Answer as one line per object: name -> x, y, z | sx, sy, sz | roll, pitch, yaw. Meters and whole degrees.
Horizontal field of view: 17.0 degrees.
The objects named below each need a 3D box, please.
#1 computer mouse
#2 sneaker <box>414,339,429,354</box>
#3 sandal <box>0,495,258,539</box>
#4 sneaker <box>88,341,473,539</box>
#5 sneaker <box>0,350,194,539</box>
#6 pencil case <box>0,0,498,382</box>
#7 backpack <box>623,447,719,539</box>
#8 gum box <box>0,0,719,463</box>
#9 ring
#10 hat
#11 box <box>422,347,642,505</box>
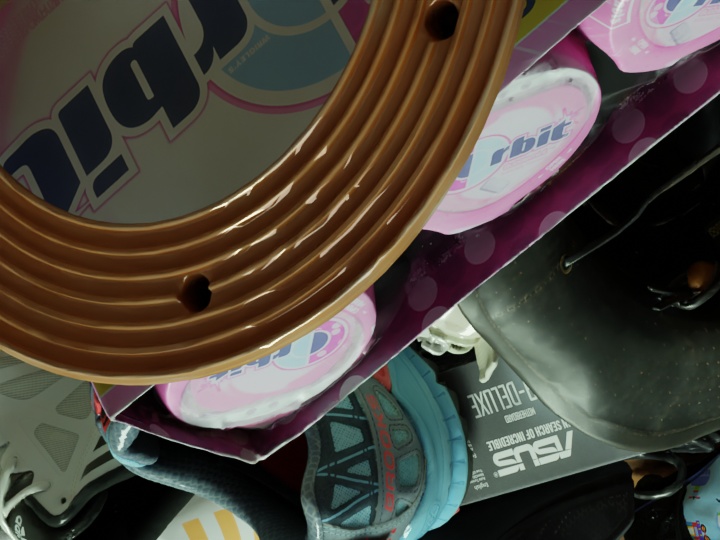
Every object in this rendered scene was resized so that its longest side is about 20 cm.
computer mouse -> 0.040, 0.100, 0.882 | 0.138, 0.200, 0.053 | -24, 102, 39
sneaker -> 0.000, 0.000, 0.889 | 0.199, 0.078, 0.086 | -13, 172, 34
sandal -> -0.102, 0.124, 1.086 | 0.206, 0.060, 0.079 | -18, -178, -23
sneaker -> -0.057, 0.022, 0.800 | 0.095, 0.200, 0.080 | -26, 148, -50
sneaker -> -0.151, 0.073, 0.946 | 0.199, 0.116, 0.076 | -14, 129, 2
pencil case -> -0.039, -0.031, 0.760 | 0.199, 0.090, 0.078 | 13, 151, -11
backpack -> 0.227, 0.135, 1.077 | 0.182, 0.135, 0.200 | 8, 153, -15
gum box -> 0.008, -0.061, 0.573 | 0.200, 0.114, 0.066 | -40, 149, 19
ring -> -0.044, -0.075, 0.544 | 0.200, 0.202, 0.019 | -12, 169, 31
hat -> 0.091, -0.052, 0.706 | 0.200, 0.081, 0.202 | -11, 119, -19
box -> 0.079, 0.034, 0.865 | 0.200, 0.050, 0.157 | -22, -178, 44
